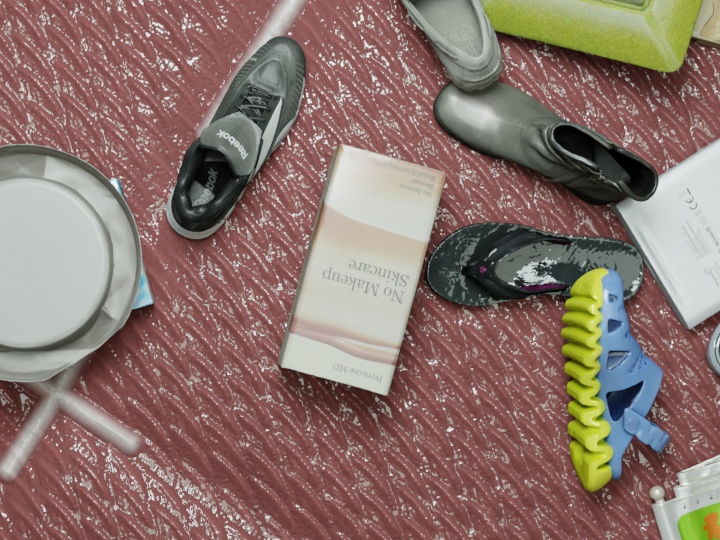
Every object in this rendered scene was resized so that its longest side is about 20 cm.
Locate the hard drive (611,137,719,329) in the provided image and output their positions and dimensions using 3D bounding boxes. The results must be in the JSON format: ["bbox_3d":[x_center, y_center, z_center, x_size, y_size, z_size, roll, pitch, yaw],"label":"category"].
[{"bbox_3d":[0.348,-0.055,1.456,0.199,0.027,0.132,-32,91,-3],"label":"hard drive"}]

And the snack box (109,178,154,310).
[{"bbox_3d":[-0.294,0.002,1.413,0.199,0.037,0.117,-17,90,-3],"label":"snack box"}]

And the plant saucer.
[{"bbox_3d":[0.212,-0.294,1.398,0.199,0.048,0.201,17,84,21],"label":"plant saucer"}]

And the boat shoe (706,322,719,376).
[{"bbox_3d":[0.405,0.036,1.435,0.199,0.071,0.072,-29,91,-3],"label":"boat shoe"}]

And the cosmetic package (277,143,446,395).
[{"bbox_3d":[0.000,0.000,1.404,0.103,0.087,0.201,14,88,-4],"label":"cosmetic package"}]

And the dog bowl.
[{"bbox_3d":[-0.284,-0.006,1.365,0.198,0.059,0.202,0,88,-3],"label":"dog bowl"}]

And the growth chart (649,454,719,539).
[{"bbox_3d":[0.364,0.221,1.457,0.199,0.018,0.145,-27,91,-3],"label":"growth chart"}]

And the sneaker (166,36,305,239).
[{"bbox_3d":[-0.105,-0.117,1.399,0.066,0.090,0.201,31,87,-3],"label":"sneaker"}]

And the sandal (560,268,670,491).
[{"bbox_3d":[0.228,0.094,1.418,0.086,0.080,0.201,-8,107,-8],"label":"sandal"}]

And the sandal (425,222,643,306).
[{"bbox_3d":[0.158,-0.007,1.433,0.199,0.048,0.076,-1,90,-4],"label":"sandal"}]

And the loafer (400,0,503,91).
[{"bbox_3d":[0.066,-0.252,1.406,0.070,0.070,0.201,-30,74,-2],"label":"loafer"}]

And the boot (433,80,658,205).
[{"bbox_3d":[0.163,-0.120,1.394,0.199,0.131,0.068,26,88,-2],"label":"boot"}]

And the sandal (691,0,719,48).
[{"bbox_3d":[0.268,-0.242,1.433,0.210,0.070,0.078,8,88,-3],"label":"sandal"}]
